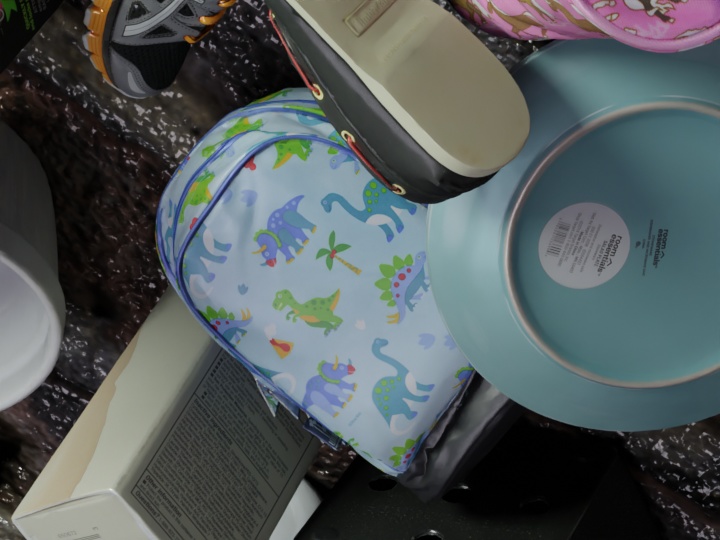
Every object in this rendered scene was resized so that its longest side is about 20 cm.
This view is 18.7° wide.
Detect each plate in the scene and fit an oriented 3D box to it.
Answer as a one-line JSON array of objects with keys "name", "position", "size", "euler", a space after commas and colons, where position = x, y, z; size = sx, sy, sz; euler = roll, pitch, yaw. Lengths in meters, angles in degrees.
[{"name": "plate", "position": [0.128, -0.014, 0.964], "size": [0.200, 0.026, 0.201], "euler": [-2, 114, -5]}]

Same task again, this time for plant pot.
[{"name": "plant pot", "position": [0.057, 0.190, 1.148], "size": [0.200, 0.200, 0.178], "euler": [6, 119, 24]}]

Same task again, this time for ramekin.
[{"name": "ramekin", "position": [-0.252, -0.011, 1.145], "size": [0.200, 0.105, 0.200], "euler": [-1, 144, 0]}]

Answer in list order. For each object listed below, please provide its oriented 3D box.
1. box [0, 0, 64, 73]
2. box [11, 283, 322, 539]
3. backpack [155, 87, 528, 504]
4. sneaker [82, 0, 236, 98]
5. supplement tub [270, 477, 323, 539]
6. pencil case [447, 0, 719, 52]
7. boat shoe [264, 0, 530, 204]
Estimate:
[{"name": "box", "position": [-0.230, -0.149, 0.983], "size": [0.148, 0.200, 0.125], "euler": [5, 130, 24]}, {"name": "box", "position": [-0.080, 0.080, 1.104], "size": [0.078, 0.200, 0.095], "euler": [-19, 117, 38]}, {"name": "backpack", "position": [0.000, 0.000, 1.040], "size": [0.200, 0.154, 0.163], "euler": [43, 110, 9]}, {"name": "sneaker", "position": [-0.069, -0.149, 0.989], "size": [0.077, 0.078, 0.200], "euler": [25, 135, 0]}, {"name": "supplement tub", "position": [-0.068, 0.216, 1.274], "size": [0.122, 0.123, 0.200], "euler": [11, 133, 20]}, {"name": "pencil case", "position": [0.087, -0.127, 0.843], "size": [0.086, 0.200, 0.083], "euler": [-16, 102, -11]}, {"name": "boat shoe", "position": [-0.012, -0.114, 0.909], "size": [0.202, 0.074, 0.063], "euler": [53, 148, -2]}]
